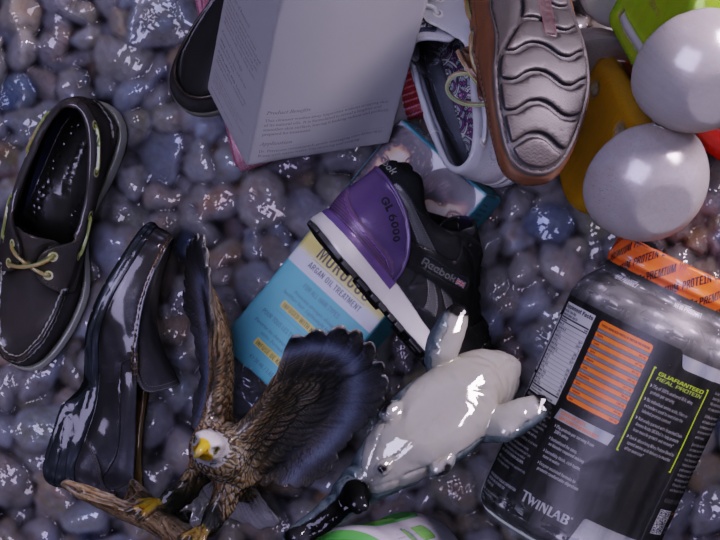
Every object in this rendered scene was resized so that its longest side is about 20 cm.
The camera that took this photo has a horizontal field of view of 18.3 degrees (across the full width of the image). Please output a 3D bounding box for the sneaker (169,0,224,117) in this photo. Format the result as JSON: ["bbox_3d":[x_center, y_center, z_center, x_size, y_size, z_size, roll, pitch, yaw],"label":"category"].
[{"bbox_3d":[-0.070,-0.194,1.508,0.200,0.106,0.075,-47,70,6],"label":"sneaker"}]

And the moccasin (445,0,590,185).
[{"bbox_3d":[0.096,-0.139,1.417,0.073,0.078,0.202,2,59,-21],"label":"moccasin"}]

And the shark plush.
[{"bbox_3d":[0.038,0.117,1.394,0.091,0.083,0.200,38,62,4],"label":"shark plush"}]

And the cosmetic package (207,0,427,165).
[{"bbox_3d":[-0.024,-0.170,1.440,0.112,0.201,0.081,-9,49,-25],"label":"cosmetic package"}]

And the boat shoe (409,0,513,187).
[{"bbox_3d":[0.058,-0.151,1.484,0.072,0.068,0.201,-21,73,39],"label":"boat shoe"}]

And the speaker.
[{"bbox_3d":[0.013,0.203,1.448,0.088,0.200,0.089,-1,87,15],"label":"speaker"}]

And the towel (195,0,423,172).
[{"bbox_3d":[-0.012,-0.165,1.563,0.199,0.023,0.145,-16,84,14],"label":"towel"}]

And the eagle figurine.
[{"bbox_3d":[-0.083,0.098,1.490,0.151,0.151,0.201,26,93,-24],"label":"eagle figurine"}]

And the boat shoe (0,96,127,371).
[{"bbox_3d":[-0.225,-0.027,1.594,0.071,0.061,0.202,17,92,15],"label":"boat shoe"}]

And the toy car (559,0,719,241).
[{"bbox_3d":[0.209,-0.120,1.435,0.149,0.175,0.201,6,125,-22],"label":"toy car"}]

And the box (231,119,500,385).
[{"bbox_3d":[0.000,0.000,1.538,0.082,0.049,0.200,41,98,13],"label":"box"}]

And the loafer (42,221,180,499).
[{"bbox_3d":[-0.159,0.066,1.573,0.072,0.073,0.201,19,102,6],"label":"loafer"}]

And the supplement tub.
[{"bbox_3d":[0.169,0.087,1.452,0.122,0.122,0.201,26,94,15],"label":"supplement tub"}]

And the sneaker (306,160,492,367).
[{"bbox_3d":[0.058,0.014,1.475,0.087,0.076,0.200,-41,117,-3],"label":"sneaker"}]
